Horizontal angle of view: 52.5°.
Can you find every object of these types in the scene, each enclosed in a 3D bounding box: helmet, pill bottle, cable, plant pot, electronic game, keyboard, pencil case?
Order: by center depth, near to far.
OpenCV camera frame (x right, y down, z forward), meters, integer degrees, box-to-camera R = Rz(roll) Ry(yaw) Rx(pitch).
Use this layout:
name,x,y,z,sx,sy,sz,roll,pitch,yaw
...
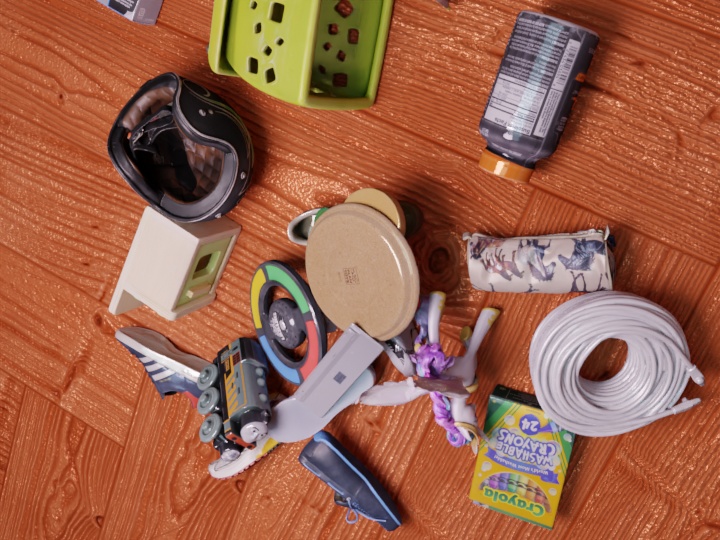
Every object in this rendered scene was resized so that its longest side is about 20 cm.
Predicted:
name,x,y,z,sx,sy,sz,roll,pitch,yaw
pill bottle,0.215,-0.215,0.926,0.106,0.106,0.201,24,109,16
cable,0.317,0.118,0.938,0.199,0.069,0.200,-27,110,10
pencil case,0.236,-0.015,0.975,0.199,0.078,0.090,0,102,22
plant pot,-0.085,-0.332,0.979,0.181,0.200,0.200,19,108,24
keyboard,-0.035,0.147,1.041,0.056,0.011,0.200,34,132,-3
helmet,-0.251,-0.173,1.079,0.199,0.201,0.191,-25,136,25
electronic game,-0.113,0.081,1.116,0.200,0.042,0.201,27,125,46

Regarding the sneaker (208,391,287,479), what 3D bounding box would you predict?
name,x,y,z,sx,sy,sz,roll,pitch,yaw
sneaker,-0.181,0.276,1.217,0.200,0.078,0.082,-41,81,15

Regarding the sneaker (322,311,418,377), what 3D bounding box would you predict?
name,x,y,z,sx,sy,sz,roll,pitch,yaw
sneaker,0.007,0.081,1.094,0.115,0.075,0.200,-31,84,26

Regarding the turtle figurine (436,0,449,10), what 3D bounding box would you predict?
name,x,y,z,sx,sy,sz,roll,pitch,yaw
turtle figurine,0.146,-0.417,0.933,0.200,0.064,0.161,48,114,6

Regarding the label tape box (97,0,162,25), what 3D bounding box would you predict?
name,x,y,z,sx,sy,sz,roll,pitch,yaw
label tape box,-0.354,-0.503,1.119,0.143,0.066,0.201,32,113,13

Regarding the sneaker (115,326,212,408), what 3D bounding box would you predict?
name,x,y,z,sx,sy,sz,roll,pitch,yaw
sneaker,-0.344,0.169,1.253,0.199,0.075,0.085,27,106,15

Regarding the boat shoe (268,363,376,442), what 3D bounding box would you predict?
name,x,y,z,sx,sy,sz,roll,pitch,yaw
boat shoe,-0.059,0.196,1.138,0.200,0.066,0.070,-38,92,13

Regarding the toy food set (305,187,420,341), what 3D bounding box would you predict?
name,x,y,z,sx,sy,sz,roll,pitch,yaw
toy food set,0.000,0.000,0.987,0.198,0.049,0.201,-25,90,43

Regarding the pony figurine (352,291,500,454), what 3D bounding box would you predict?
name,x,y,z,sx,sy,sz,roll,pitch,yaw
pony figurine,0.107,0.136,0.989,0.166,0.192,0.201,-19,60,54

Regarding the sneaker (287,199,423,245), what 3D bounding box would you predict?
name,x,y,z,sx,sy,sz,roll,pitch,yaw
sneaker,-0.015,-0.062,1.060,0.199,0.090,0.067,-2,99,22

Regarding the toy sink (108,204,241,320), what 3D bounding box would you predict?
name,x,y,z,sx,sy,sz,roll,pitch,yaw
toy sink,-0.293,0.000,1.167,0.112,0.130,0.201,32,110,12

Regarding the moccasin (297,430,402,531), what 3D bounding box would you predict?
name,x,y,z,sx,sy,sz,roll,pitch,yaw
moccasin,-0.017,0.336,1.142,0.068,0.080,0.200,-41,96,3

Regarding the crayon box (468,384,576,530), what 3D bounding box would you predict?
name,x,y,z,sx,sy,sz,roll,pitch,yaw
crayon box,0.233,0.280,1.054,0.125,0.052,0.201,14,107,19

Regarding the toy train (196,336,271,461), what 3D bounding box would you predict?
name,x,y,z,sx,sy,sz,roll,pitch,yaw
toy train,-0.194,0.198,1.147,0.114,0.200,0.085,-38,128,16
